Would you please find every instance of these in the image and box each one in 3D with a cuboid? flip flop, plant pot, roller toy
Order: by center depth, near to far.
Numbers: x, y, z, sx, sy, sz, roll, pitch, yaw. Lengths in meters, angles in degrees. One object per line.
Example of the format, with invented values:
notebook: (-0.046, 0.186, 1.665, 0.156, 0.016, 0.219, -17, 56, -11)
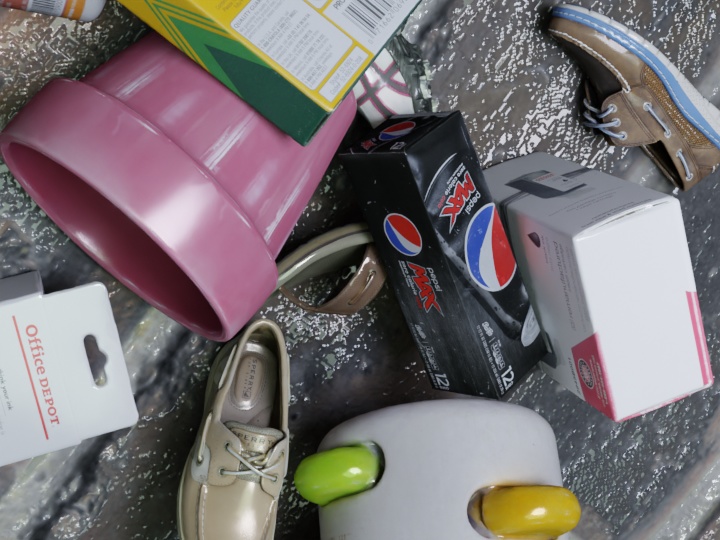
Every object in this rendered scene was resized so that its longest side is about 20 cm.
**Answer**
plant pot: (-0.105, -0.081, 0.826, 0.200, 0.200, 0.179, 48, 71, -23)
flip flop: (0.000, 0.000, 0.919, 0.200, 0.081, 0.058, -19, 81, -27)
roller toy: (0.063, 0.184, 0.926, 0.200, 0.182, 0.140, -8, 67, 9)

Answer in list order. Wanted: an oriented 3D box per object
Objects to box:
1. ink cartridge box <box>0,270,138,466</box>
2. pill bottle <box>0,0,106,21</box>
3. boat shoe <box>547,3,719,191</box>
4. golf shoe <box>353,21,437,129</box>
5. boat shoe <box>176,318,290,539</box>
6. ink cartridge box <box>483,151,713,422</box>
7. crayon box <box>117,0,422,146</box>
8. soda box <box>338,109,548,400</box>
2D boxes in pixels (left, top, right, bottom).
ink cartridge box: (-0.267, 0.075, 0.869, 0.200, 0.067, 0.116, -14, 108, -13)
pill bottle: (-0.254, -0.226, 0.770, 0.200, 0.112, 0.112, 8, 102, -20)
boat shoe: (0.214, -0.130, 0.969, 0.200, 0.072, 0.072, 33, 94, -23)
golf shoe: (0.007, -0.145, 0.909, 0.088, 0.077, 0.200, -12, 109, 9)
boat shoe: (-0.084, 0.130, 0.887, 0.072, 0.065, 0.200, 14, 59, -14)
ink cartridge box: (0.159, 0.004, 0.918, 0.085, 0.200, 0.146, -20, 109, -11)
crayon box: (-0.072, -0.186, 0.756, 0.200, 0.052, 0.126, 39, 59, -5)
soda box: (0.061, -0.009, 0.876, 0.063, 0.071, 0.200, -39, 118, -34)
